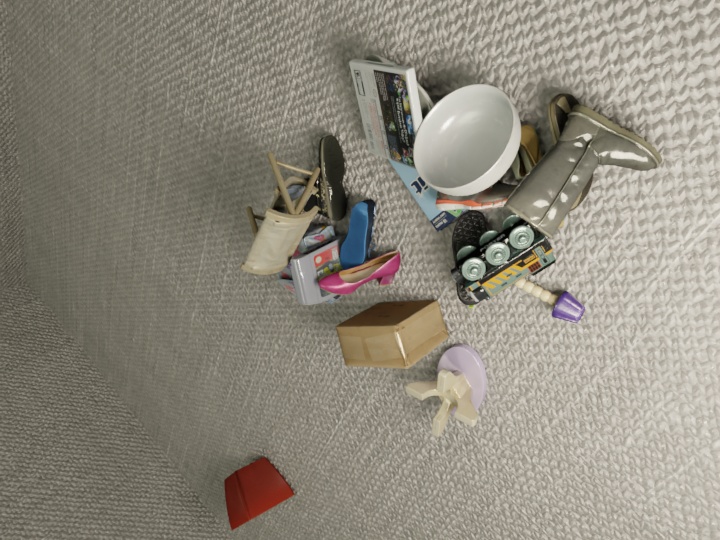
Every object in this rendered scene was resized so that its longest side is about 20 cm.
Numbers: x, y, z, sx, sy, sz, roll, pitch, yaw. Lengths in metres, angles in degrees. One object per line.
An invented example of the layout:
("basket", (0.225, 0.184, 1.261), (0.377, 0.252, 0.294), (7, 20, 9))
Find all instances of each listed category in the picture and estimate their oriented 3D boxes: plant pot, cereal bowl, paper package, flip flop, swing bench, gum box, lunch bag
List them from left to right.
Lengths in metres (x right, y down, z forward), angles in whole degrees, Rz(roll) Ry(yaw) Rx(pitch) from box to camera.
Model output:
("plant pot", (-0.398, 0.819, 2.037), (0.200, 0.199, 0.177), (-45, 67, 44))
("swing bench", (-0.184, -0.120, 1.257), (0.199, 0.128, 0.202), (-53, 32, 44))
("lunch bag", (-0.140, -0.010, 1.444), (0.168, 0.127, 0.202), (7, 118, 45))
("paper package", (0.074, 0.147, 1.281), (0.199, 0.190, 0.105), (-8, 101, 42))
("gum box", (0.168, -0.209, 1.129), (0.170, 0.044, 0.201), (-39, 82, 44))
("cereal bowl", (0.199, -0.223, 0.981), (0.199, 0.083, 0.202), (-16, 64, 36))
("flip flop", (0.353, -0.203, 0.953), (0.057, 0.080, 0.202), (13, 122, 62))

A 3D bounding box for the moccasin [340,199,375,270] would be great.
("moccasin", (0.006, -0.078, 1.323), (0.080, 0.068, 0.201), (33, 130, 16))

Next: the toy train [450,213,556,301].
("toy train", (0.273, -0.020, 1.043), (0.199, 0.085, 0.114), (-35, 111, 15))

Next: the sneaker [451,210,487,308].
("sneaker", (0.228, -0.023, 1.147), (0.071, 0.083, 0.203), (4, 89, 15))

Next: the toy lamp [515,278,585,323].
("toy lamp", (0.345, 0.040, 1.084), (0.199, 0.058, 0.059), (30, 128, 29))

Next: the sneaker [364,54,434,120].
("sneaker", (0.092, -0.364, 1.090), (0.201, 0.080, 0.071), (51, 133, 20))

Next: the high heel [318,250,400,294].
("high heel", (0.000, 0.000, 1.284), (0.068, 0.198, 0.097), (-111, 25, -45))

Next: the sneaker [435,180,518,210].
("sneaker", (0.219, -0.157, 1.025), (0.199, 0.077, 0.083), (3, 100, 44))

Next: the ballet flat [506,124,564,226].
("ballet flat", (0.313, -0.164, 1.005), (0.069, 0.063, 0.202), (-12, 101, 67))

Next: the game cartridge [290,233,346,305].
("game cartridge", (-0.087, 0.002, 1.348), (0.041, 0.199, 0.135), (8, 116, 36))

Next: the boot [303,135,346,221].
("boot", (-0.112, -0.229, 1.351), (0.153, 0.073, 0.206), (12, 116, 41))

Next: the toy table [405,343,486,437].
("toy table", (0.211, 0.284, 1.280), (0.182, 0.117, 0.202), (9, 117, 39))

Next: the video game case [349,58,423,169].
("video game case", (0.058, -0.309, 1.083), (0.181, 0.023, 0.202), (33, 146, 47))

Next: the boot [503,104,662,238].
("boot", (0.360, -0.142, 0.890), (0.181, 0.073, 0.201), (31, 92, 7))
